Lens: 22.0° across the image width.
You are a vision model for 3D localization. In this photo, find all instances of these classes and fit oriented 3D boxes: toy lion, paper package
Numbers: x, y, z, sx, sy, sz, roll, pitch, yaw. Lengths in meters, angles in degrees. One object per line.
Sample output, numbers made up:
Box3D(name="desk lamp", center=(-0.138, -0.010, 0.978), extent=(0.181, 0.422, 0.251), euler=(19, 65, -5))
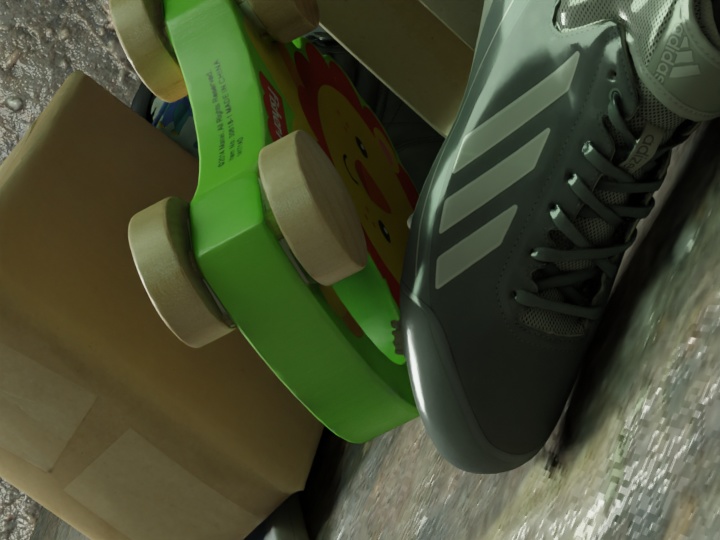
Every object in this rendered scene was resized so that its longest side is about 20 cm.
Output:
Box3D(name="toy lion", center=(-0.011, -0.017, 0.672), extent=(0.068, 0.192, 0.201), euler=(-26, 41, 14))
Box3D(name="paper package", center=(-0.115, 0.028, 0.922), extent=(0.103, 0.200, 0.191), euler=(-45, 14, 33))

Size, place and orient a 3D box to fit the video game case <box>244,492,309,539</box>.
Box3D(name="video game case", center=(-0.077, 0.189, 0.952), extent=(0.200, 0.022, 0.183), euler=(-117, 51, -78))

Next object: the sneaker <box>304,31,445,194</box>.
Box3D(name="sneaker", center=(0.022, -0.107, 0.874), extent=(0.071, 0.099, 0.201), euler=(127, 164, -60))

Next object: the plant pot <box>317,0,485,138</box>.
Box3D(name="plant pot", center=(0.040, -0.178, 0.697), extent=(0.177, 0.200, 0.200), euler=(-49, 9, -3))

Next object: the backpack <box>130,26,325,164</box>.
Box3D(name="backpack", center=(-0.035, -0.116, 1.040), extent=(0.183, 0.146, 0.200), euler=(-56, 5, 41))

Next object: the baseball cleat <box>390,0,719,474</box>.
Box3D(name="baseball cleat", center=(0.067, -0.034, 0.554), extent=(0.106, 0.069, 0.202), euler=(8, 90, 55))
